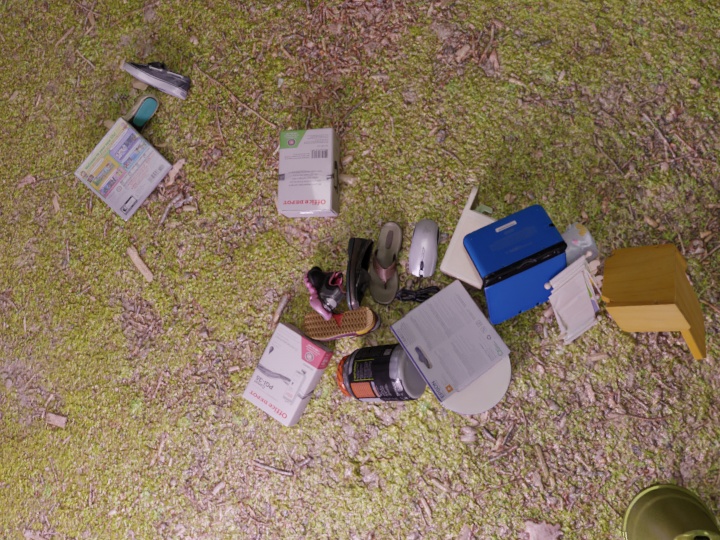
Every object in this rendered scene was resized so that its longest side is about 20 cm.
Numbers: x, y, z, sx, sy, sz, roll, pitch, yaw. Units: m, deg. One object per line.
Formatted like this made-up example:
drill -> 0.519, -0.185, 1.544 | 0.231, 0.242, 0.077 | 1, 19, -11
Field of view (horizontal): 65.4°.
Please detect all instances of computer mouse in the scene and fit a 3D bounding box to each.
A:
computer mouse -> 0.147, -0.025, 1.350 | 0.106, 0.044, 0.208 | 5, 85, 11

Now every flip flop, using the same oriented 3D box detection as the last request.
flip flop -> 0.062, -0.020, 1.360 | 0.078, 0.058, 0.207 | 10, 86, 12

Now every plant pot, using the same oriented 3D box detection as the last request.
plant pot -> 0.647, 0.556, 1.116 | 0.193, 0.184, 0.208 | -1, 84, 12

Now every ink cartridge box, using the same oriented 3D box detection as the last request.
ink cartridge box -> -0.128, -0.241, 1.409 | 0.140, 0.084, 0.208 | 0, 84, 12
ink cartridge box -> 0.191, 0.153, 1.219 | 0.196, 0.041, 0.202 | -30, 70, -13
ink cartridge box -> -0.175, 0.252, 1.366 | 0.144, 0.083, 0.204 | 28, 90, 13

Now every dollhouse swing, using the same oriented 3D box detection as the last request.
dollhouse swing -> 0.623, 0.077, 1.191 | 0.177, 0.202, 0.179 | -6, 124, 32

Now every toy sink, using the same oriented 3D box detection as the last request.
toy sink -> 0.271, -0.068, 1.287 | 0.109, 0.130, 0.205 | 23, 88, 12

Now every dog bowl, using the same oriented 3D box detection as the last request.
dog bowl -> 0.246, 0.223, 1.286 | 0.193, 0.079, 0.208 | -1, 84, 12

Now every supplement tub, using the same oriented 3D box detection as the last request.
supplement tub -> 0.047, 0.234, 1.275 | 0.196, 0.121, 0.127 | -11, 80, 39

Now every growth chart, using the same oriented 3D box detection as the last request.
growth chart -> 0.474, 0.065, 1.225 | 0.142, 0.018, 0.204 | -29, 120, -5

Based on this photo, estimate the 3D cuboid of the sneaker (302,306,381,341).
sneaker -> -0.045, 0.135, 1.353 | 0.194, 0.090, 0.078 | -6, 73, 23

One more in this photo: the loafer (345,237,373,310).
loafer -> 0.000, 0.000, 1.329 | 0.061, 0.073, 0.205 | -5, 51, 8

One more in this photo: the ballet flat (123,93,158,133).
ballet flat -> -0.630, -0.404, 1.545 | 0.069, 0.069, 0.201 | 40, 91, 12

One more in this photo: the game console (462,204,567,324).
game console -> 0.335, -0.014, 1.212 | 0.195, 0.119, 0.174 | -22, 64, -6

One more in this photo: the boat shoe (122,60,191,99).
boat shoe -> -0.554, -0.538, 1.533 | 0.195, 0.072, 0.070 | 25, 91, 10

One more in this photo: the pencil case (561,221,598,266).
pencil case -> 0.437, -0.022, 1.270 | 0.197, 0.083, 0.092 | -34, 101, 7

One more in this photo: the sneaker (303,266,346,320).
sneaker -> -0.076, 0.033, 1.326 | 0.079, 0.201, 0.096 | 39, 101, -27

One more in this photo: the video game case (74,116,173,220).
video game case -> -0.638, -0.273, 1.513 | 0.182, 0.022, 0.201 | 42, 93, -12
